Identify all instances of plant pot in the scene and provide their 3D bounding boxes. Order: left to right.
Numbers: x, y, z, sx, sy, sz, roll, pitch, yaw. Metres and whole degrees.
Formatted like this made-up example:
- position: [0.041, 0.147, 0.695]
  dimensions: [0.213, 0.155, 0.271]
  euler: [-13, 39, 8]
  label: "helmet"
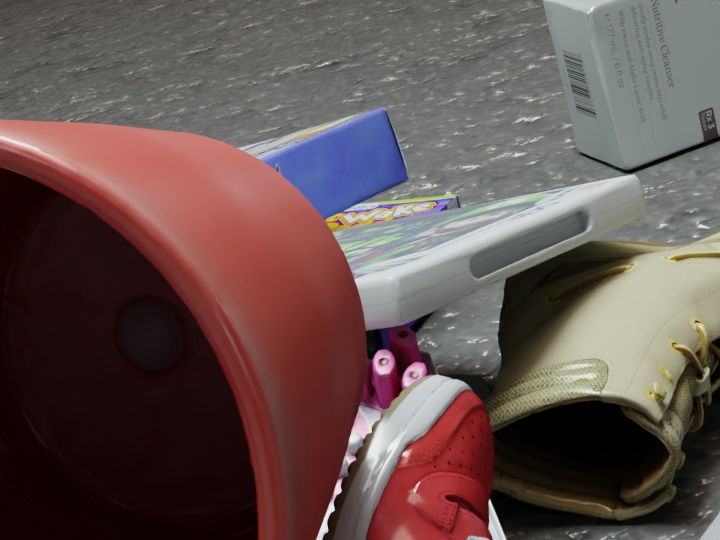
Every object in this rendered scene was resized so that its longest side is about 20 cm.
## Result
- position: [-0.088, 0.040, 0.561]
  dimensions: [0.198, 0.203, 0.177]
  euler: [-9, 10, 18]
  label: "plant pot"

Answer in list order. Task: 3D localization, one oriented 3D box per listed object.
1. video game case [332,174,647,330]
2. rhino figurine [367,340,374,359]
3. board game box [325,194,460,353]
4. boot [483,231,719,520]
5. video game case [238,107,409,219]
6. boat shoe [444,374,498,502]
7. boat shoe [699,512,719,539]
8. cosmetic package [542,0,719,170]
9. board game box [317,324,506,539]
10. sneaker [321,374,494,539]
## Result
- position: [0.000, 0.000, 0.822]
  dimensions: [0.199, 0.024, 0.181]
  euler: [-10, 8, 43]
  label: "video game case"
- position: [-0.045, 0.050, 0.870]
  dimensions: [0.087, 0.060, 0.200]
  euler: [-21, 6, -18]
  label: "rhino figurine"
- position: [-0.053, 0.007, 1.052]
  dimensions: [0.198, 0.045, 0.134]
  euler: [-5, 19, 26]
  label: "board game box"
- position: [0.148, 0.039, 0.778]
  dimensions: [0.198, 0.074, 0.156]
  euler: [-3, 26, 15]
  label: "boot"
- position: [-0.103, -0.022, 0.976]
  dimensions: [0.199, 0.046, 0.180]
  euler: [-26, 9, -37]
  label: "video game case"
- position: [-0.003, 0.086, 0.763]
  dimensions: [0.074, 0.069, 0.200]
  euler: [0, 24, 37]
  label: "boat shoe"
- position: [0.139, 0.087, 0.516]
  dimensions: [0.067, 0.073, 0.202]
  euler: [13, 76, 55]
  label: "boat shoe"
- position: [0.231, -0.153, 1.195]
  dimensions: [0.198, 0.114, 0.081]
  euler: [-22, 19, -11]
  label: "cosmetic package"
- position: [-0.044, 0.118, 0.644]
  dimensions: [0.198, 0.026, 0.201]
  euler: [-17, 44, -4]
  label: "board game box"
- position: [0.037, 0.123, 0.547]
  dimensions: [0.111, 0.072, 0.201]
  euler: [4, 54, 25]
  label: "sneaker"
